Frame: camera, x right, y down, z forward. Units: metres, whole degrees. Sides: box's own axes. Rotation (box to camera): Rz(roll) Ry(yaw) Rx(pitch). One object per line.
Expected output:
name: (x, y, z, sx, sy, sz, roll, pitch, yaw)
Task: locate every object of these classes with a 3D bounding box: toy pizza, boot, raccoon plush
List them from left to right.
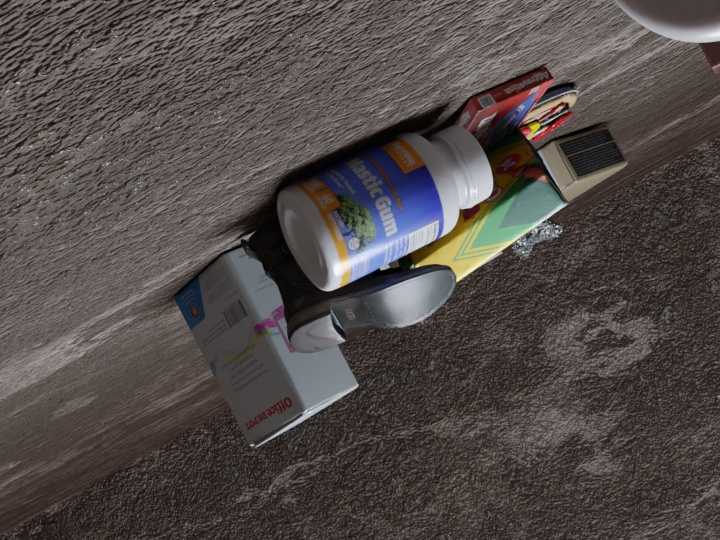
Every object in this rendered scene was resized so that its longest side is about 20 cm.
boot: (-0.016, -0.013, 1.535, 0.200, 0.174, 0.069, -17, 138, -4)
raccoon plush: (0.188, -0.081, 1.962, 0.097, 0.134, 0.200, -32, 173, 31)
toy pizza: (0.178, -0.156, 1.766, 0.200, 0.032, 0.200, -30, 175, -3)

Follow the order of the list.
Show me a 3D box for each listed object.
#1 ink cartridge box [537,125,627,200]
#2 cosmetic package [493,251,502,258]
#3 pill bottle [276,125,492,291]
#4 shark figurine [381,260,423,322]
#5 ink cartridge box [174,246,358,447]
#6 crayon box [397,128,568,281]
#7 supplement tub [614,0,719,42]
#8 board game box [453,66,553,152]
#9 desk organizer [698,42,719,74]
ink cartridge box: (0.277, -0.132, 2.224, 0.200, 0.075, 0.165, -33, 171, 39)
cosmetic package: (0.107, -0.037, 2.102, 0.085, 0.108, 0.200, -31, 172, 33)
pill bottle: (0.027, -0.069, 1.464, 0.200, 0.112, 0.112, -27, 174, -18)
shark figurine: (-0.001, 0.005, 1.677, 0.089, 0.128, 0.214, -27, 155, 9)
ink cartridge box: (-0.109, 0.082, 1.677, 0.085, 0.200, 0.144, -22, 171, -37)
crayon box: (0.115, -0.056, 1.589, 0.200, 0.051, 0.127, -37, -153, 11)
supplement tub: (0.257, -0.231, 1.006, 0.145, 0.145, 0.200, -32, 173, 31)
board game box: (0.130, -0.145, 1.600, 0.103, 0.019, 0.200, -24, 164, -25)
desk organizer: (0.454, -0.283, 1.798, 0.077, 0.072, 0.200, -28, 174, 15)
